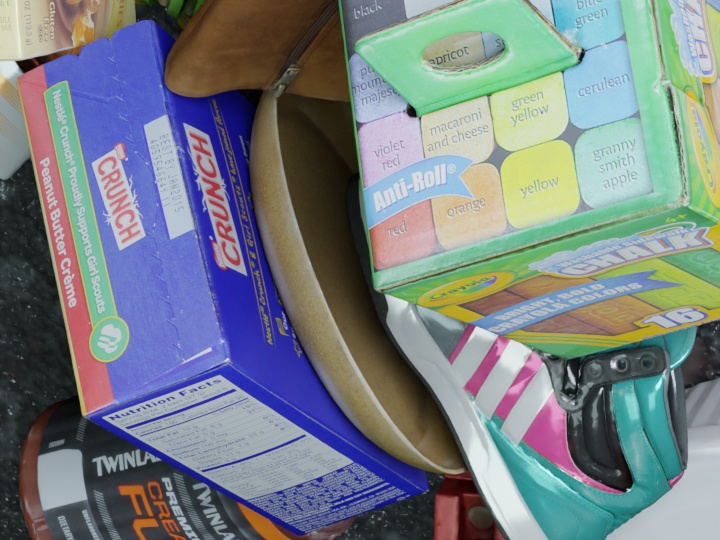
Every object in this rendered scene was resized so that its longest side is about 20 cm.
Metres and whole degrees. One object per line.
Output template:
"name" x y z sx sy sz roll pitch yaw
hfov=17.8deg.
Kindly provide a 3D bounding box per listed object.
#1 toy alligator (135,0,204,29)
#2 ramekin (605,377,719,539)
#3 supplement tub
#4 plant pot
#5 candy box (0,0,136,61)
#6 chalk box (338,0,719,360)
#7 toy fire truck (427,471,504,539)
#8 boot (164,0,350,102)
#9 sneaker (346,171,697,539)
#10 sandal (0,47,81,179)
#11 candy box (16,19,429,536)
"toy alligator" -0.060 -0.128 1.063 0.200 0.054 0.059 28 127 3
"ramekin" 0.198 0.140 1.102 0.202 0.094 0.203 10 123 16
"supplement tub" -0.070 0.096 1.173 0.200 0.107 0.107 -17 113 29
"plant pot" 0.000 0.000 1.027 0.027 0.200 0.200 -23 110 17
"candy box" -0.147 -0.194 0.983 0.055 0.115 0.201 0 100 19
"chalk box" 0.075 -0.053 0.833 0.124 0.200 0.124 -16 72 29
"toy fire truck" 0.053 0.142 1.131 0.049 0.141 0.201 2 121 20
"boot" 0.035 -0.113 0.896 0.188 0.069 0.200 -2 152 -20
"sneaker" 0.085 0.026 0.999 0.120 0.084 0.200 -25 106 17
"sandal" -0.196 -0.074 1.147 0.079 0.059 0.207 47 125 -10
"candy box" -0.058 0.009 1.019 0.077 0.170 0.200 -23 151 16
